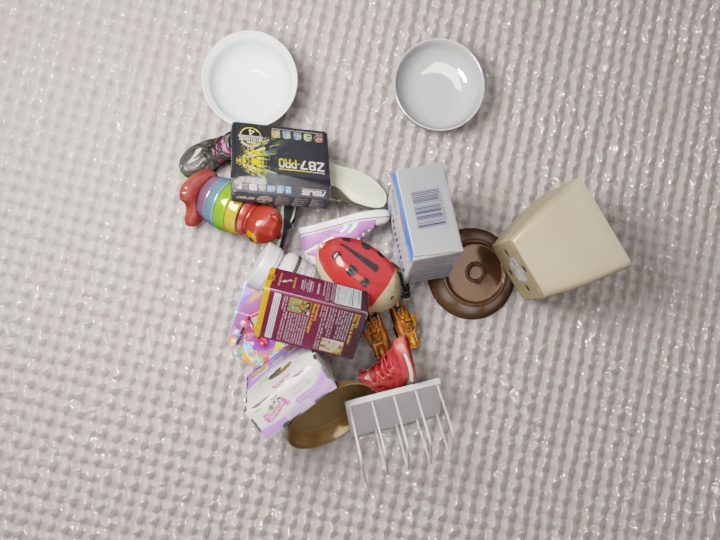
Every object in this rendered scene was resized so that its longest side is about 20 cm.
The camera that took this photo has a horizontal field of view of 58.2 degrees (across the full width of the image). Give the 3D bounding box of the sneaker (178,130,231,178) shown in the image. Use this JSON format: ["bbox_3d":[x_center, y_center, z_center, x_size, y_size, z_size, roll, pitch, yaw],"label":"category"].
[{"bbox_3d":[-0.293,-0.257,1.361,0.198,0.084,0.077,-26,88,-5],"label":"sneaker"}]

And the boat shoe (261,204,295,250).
[{"bbox_3d":[-0.165,-0.118,1.372,0.060,0.075,0.202,0,105,-43],"label":"boat shoe"}]

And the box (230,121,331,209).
[{"bbox_3d":[-0.162,-0.211,1.304,0.198,0.049,0.163,4,68,-18],"label":"box"}]

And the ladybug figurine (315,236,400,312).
[{"bbox_3d":[0.000,0.000,1.301,0.199,0.072,0.137,32,56,-7],"label":"ladybug figurine"}]

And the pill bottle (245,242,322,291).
[{"bbox_3d":[-0.126,0.037,1.325,0.199,0.114,0.115,32,85,-14],"label":"pill bottle"}]

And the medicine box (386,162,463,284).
[{"bbox_3d":[0.125,-0.089,1.309,0.102,0.200,0.184,-10,76,-5],"label":"medicine box"}]

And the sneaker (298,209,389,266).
[{"bbox_3d":[-0.024,-0.061,1.383,0.198,0.073,0.116,-15,93,5],"label":"sneaker"}]

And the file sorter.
[{"bbox_3d":[0.082,0.327,1.309,0.198,0.139,0.125,-13,52,-5],"label":"file sorter"}]

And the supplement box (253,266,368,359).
[{"bbox_3d":[-0.092,0.081,1.234,0.198,0.086,0.111,14,117,-6],"label":"supplement box"}]

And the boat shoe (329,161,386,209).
[{"bbox_3d":[-0.040,-0.180,1.388,0.200,0.060,0.073,24,63,-3],"label":"boat shoe"}]

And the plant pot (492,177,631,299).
[{"bbox_3d":[0.393,-0.044,1.340,0.176,0.200,0.201,-31,90,-6],"label":"plant pot"}]

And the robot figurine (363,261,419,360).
[{"bbox_3d":[0.052,0.080,1.381,0.143,0.058,0.202,-19,89,-6],"label":"robot figurine"}]

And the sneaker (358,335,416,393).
[{"bbox_3d":[0.051,0.206,1.315,0.114,0.201,0.079,-10,51,-1],"label":"sneaker"}]

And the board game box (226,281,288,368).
[{"bbox_3d":[-0.192,0.110,1.370,0.156,0.039,0.202,18,86,-3],"label":"board game box"}]

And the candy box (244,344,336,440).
[{"bbox_3d":[-0.140,0.219,1.279,0.167,0.200,0.072,-36,104,0],"label":"candy box"}]

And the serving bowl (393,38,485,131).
[{"bbox_3d":[0.167,-0.396,1.411,0.197,0.066,0.203,0,87,-4],"label":"serving bowl"}]

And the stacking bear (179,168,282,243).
[{"bbox_3d":[-0.250,-0.120,1.320,0.198,0.122,0.114,26,55,14],"label":"stacking bear"}]

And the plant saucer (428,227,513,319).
[{"bbox_3d":[0.246,0.006,1.412,0.198,0.037,0.203,0,86,-3],"label":"plant saucer"}]

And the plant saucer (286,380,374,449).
[{"bbox_3d":[-0.066,0.286,1.317,0.199,0.201,0.036,-33,55,-5],"label":"plant saucer"}]

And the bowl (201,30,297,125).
[{"bbox_3d":[-0.230,-0.391,1.370,0.198,0.090,0.204,0,87,-5],"label":"bowl"}]
